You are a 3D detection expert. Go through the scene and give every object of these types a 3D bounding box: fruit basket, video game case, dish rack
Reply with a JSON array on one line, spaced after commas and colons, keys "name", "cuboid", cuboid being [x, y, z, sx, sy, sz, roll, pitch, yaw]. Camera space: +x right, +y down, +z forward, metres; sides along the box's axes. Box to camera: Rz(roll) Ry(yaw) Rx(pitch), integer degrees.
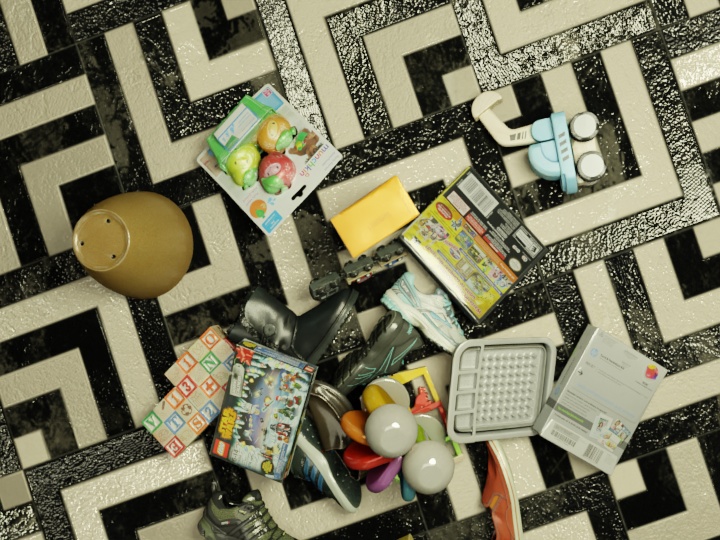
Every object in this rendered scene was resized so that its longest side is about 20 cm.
[{"name": "fruit basket", "cuboid": [-0.158, -0.191, 1.303, 0.185, 0.094, 0.200, -45, 68, 2]}, {"name": "video game case", "cuboid": [0.191, -0.044, 1.315, 0.181, 0.026, 0.200, -43, 88, -11]}, {"name": "dish rack", "cuboid": [0.227, 0.192, 1.284, 0.195, 0.043, 0.176, 0, 101, -21]}]

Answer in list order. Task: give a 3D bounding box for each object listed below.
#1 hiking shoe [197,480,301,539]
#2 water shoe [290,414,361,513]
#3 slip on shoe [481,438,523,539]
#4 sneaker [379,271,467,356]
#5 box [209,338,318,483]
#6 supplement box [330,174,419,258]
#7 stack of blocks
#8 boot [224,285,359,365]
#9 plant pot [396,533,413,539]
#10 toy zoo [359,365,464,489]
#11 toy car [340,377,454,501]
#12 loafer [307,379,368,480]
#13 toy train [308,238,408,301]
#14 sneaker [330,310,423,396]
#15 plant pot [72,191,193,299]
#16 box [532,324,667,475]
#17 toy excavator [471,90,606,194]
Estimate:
[{"name": "hiking shoe", "cuboid": [-0.178, 0.432, 1.319, 0.196, 0.076, 0.103, 17, 94, 3]}, {"name": "water shoe", "cuboid": [-0.075, 0.335, 1.331, 0.078, 0.071, 0.202, -36, 89, 29]}, {"name": "slip on shoe", "cuboid": [0.233, 0.379, 1.307, 0.060, 0.074, 0.205, -9, 94, 5]}, {"name": "sneaker", "cuboid": [0.133, 0.079, 1.310, 0.198, 0.078, 0.087, 36, 87, 2]}, {"name": "box", "cuboid": [-0.160, 0.231, 1.270, 0.134, 0.040, 0.204, 18, 104, 9]}, {"name": "supplement box", "cuboid": [0.021, -0.085, 1.253, 0.125, 0.200, 0.074, -33, 92, 1]}, {"name": "stack of blocks", "cuboid": [-0.283, 0.207, 1.334, 0.115, 0.059, 0.200, 45, 91, 2]}, {"name": "boot", "cuboid": [-0.118, 0.076, 1.319, 0.167, 0.076, 0.202, 36, 97, -1]}, {"name": "plant pot", "cuboid": [0.016, 0.584, 1.258, 0.196, 0.195, 0.198, -21, 89, 9]}, {"name": "toy zoo", "cuboid": [0.083, 0.256, 1.337, 0.129, 0.020, 0.204, -23, 89, 2]}, {"name": "toy car", "cuboid": [0.051, 0.284, 1.233, 0.150, 0.175, 0.200, -45, 100, 7]}, {"name": "loafer", "cuboid": [-0.038, 0.269, 1.293, 0.201, 0.073, 0.071, 50, 50, -8]}, {"name": "toy train", "cuboid": [0.000, 0.000, 1.303, 0.197, 0.046, 0.034, -26, 54, -22]}, {"name": "sneaker", "cuboid": [0.023, 0.159, 1.299, 0.079, 0.076, 0.200, 35, 117, -17]}, {"name": "plant pot", "cuboid": [-0.390, -0.043, 1.272, 0.181, 0.200, 0.191, 0, 91, 3]}, {"name": "box", "cuboid": [0.401, 0.217, 1.297, 0.154, 0.041, 0.203, 28, 92, -12]}, {"name": "toy excavator", "cuboid": [0.297, -0.219, 1.302, 0.195, 0.100, 0.199, -11, 88, 11]}]
